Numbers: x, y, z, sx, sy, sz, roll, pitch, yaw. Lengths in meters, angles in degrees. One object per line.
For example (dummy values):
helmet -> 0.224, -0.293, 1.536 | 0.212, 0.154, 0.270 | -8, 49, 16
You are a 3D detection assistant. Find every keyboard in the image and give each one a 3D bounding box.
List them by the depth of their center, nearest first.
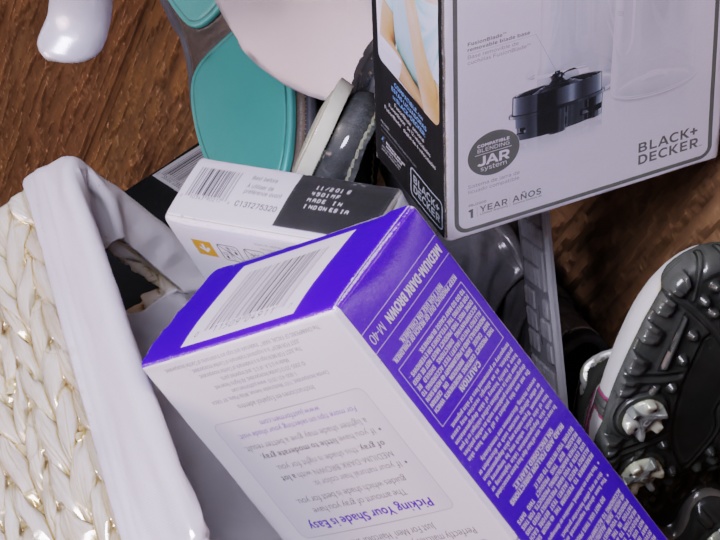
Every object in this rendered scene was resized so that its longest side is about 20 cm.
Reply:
keyboard -> 0.076, 0.068, 1.159 | 0.056, 0.011, 0.200 | -99, 2, -81

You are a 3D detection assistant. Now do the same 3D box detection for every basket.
basket -> -0.101, 0.082, 1.150 | 0.136, 0.123, 0.200 | 41, -159, -48

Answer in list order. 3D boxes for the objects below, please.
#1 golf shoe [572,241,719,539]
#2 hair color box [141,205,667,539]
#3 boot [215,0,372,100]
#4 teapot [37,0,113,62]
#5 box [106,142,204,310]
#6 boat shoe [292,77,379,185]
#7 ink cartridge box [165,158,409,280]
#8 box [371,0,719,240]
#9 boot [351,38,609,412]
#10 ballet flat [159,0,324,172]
golf shoe -> 0.109, 0.052, 1.125 | 0.200, 0.077, 0.088 | 95, 155, -47
hair color box -> 0.027, 0.079, 1.078 | 0.109, 0.065, 0.200 | -17, 117, 45
boot -> -0.029, -0.146, 1.287 | 0.200, 0.096, 0.074 | 48, 121, 27
teapot -> -0.053, -0.204, 1.069 | 0.146, 0.200, 0.197 | 50, -153, -63
box -> -0.046, 0.061, 1.390 | 0.149, 0.124, 0.200 | 33, 153, 61
boat shoe -> 0.000, 0.000, 1.224 | 0.068, 0.072, 0.200 | 15, 138, 10
ink cartridge box -> 0.006, 0.036, 1.158 | 0.095, 0.037, 0.200 | 10, 145, 34
box -> 0.066, -0.119, 1.027 | 0.060, 0.117, 0.200 | -127, 26, -45
boot -> 0.059, -0.011, 1.222 | 0.132, 0.070, 0.200 | 54, 165, 34
ballet flat -> -0.048, -0.104, 1.357 | 0.073, 0.073, 0.200 | 104, 148, -55
